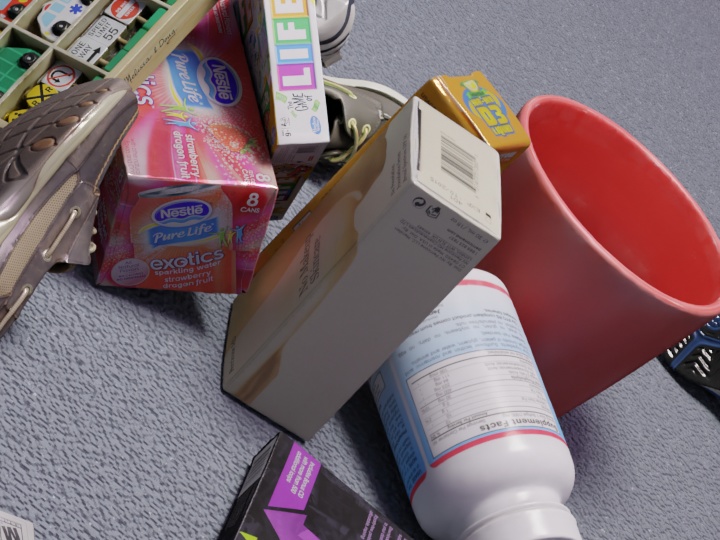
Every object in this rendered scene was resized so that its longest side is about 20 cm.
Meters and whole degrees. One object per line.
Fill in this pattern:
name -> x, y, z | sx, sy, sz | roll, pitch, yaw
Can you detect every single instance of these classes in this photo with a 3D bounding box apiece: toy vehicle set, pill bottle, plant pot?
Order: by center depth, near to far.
toy vehicle set -> -0.179, -0.157, 1.516 | 0.124, 0.027, 0.200 | 26, 60, 23
pill bottle -> 0.074, 0.106, 1.566 | 0.108, 0.109, 0.201 | 14, 46, -43
plant pot -> 0.133, 0.007, 1.714 | 0.200, 0.177, 0.201 | 32, 30, -21

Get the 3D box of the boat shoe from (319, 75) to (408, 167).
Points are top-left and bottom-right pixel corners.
boat shoe -> -0.029, -0.109, 1.773 | 0.201, 0.072, 0.060 | 24, 30, -22

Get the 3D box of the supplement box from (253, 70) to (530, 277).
supplement box -> 0.018, -0.043, 1.604 | 0.069, 0.200, 0.066 | 51, 29, 15

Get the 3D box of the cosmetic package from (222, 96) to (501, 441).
cosmetic package -> 0.000, 0.000, 1.522 | 0.071, 0.200, 0.105 | 32, 28, -19

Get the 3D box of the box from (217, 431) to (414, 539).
box -> 0.005, 0.200, 1.431 | 0.200, 0.036, 0.143 | 40, 28, -10

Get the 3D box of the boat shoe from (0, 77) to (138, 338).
boat shoe -> -0.192, -0.029, 1.397 | 0.200, 0.074, 0.073 | -51, 125, -27

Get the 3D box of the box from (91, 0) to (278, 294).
box -> -0.124, -0.088, 1.558 | 0.102, 0.095, 0.201 | 5, 42, -19

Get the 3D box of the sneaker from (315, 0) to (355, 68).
sneaker -> -0.060, -0.230, 1.745 | 0.200, 0.079, 0.130 | 56, -5, 17

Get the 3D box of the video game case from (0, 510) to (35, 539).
video game case -> -0.239, 0.164, 1.152 | 0.199, 0.036, 0.182 | 25, 33, -32

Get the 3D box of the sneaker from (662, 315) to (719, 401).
sneaker -> 0.302, 0.076, 1.980 | 0.200, 0.076, 0.077 | 50, 6, 11

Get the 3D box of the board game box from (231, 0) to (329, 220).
board game box -> -0.059, -0.120, 1.590 | 0.034, 0.200, 0.135 | -4, 78, -11
